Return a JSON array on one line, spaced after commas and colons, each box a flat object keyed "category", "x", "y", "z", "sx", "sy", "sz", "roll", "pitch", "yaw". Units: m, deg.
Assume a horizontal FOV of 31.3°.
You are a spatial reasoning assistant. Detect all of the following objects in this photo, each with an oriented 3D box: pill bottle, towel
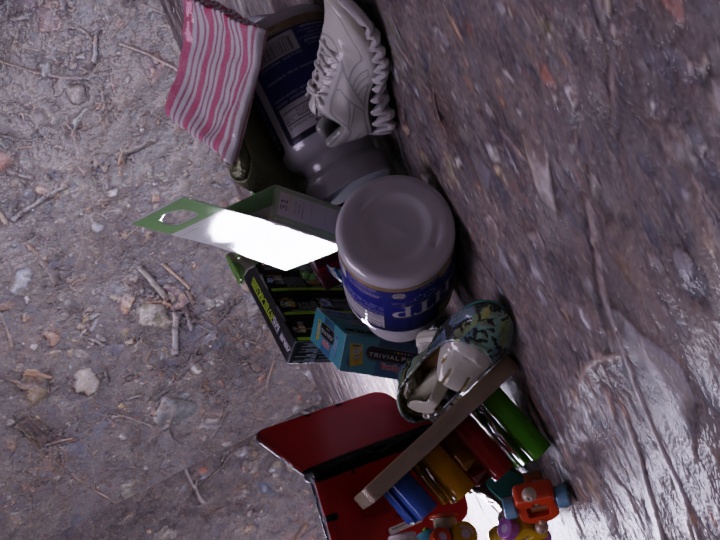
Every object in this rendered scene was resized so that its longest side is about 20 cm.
[{"category": "pill bottle", "x": -0.051, "y": -0.176, "z": 1.397, "sx": 0.201, "sy": 0.115, "sz": 0.116, "roll": 64, "pitch": 172, "yaw": 6}, {"category": "towel", "x": -0.108, "y": -0.153, "z": 1.446, "sx": 0.148, "sy": 0.036, "sz": 0.201, "roll": 32, "pitch": -144, "yaw": -50}, {"category": "pill bottle", "x": 0.039, "y": -0.002, "z": 1.332, "sx": 0.120, "sy": 0.119, "sz": 0.200, "roll": 61, "pitch": 172, "yaw": 22}, {"category": "towel", "x": -0.162, "y": -0.210, "z": 1.389, "sx": 0.200, "sy": 0.030, "sz": 0.148, "roll": 38, "pitch": 119, "yaw": 56}]

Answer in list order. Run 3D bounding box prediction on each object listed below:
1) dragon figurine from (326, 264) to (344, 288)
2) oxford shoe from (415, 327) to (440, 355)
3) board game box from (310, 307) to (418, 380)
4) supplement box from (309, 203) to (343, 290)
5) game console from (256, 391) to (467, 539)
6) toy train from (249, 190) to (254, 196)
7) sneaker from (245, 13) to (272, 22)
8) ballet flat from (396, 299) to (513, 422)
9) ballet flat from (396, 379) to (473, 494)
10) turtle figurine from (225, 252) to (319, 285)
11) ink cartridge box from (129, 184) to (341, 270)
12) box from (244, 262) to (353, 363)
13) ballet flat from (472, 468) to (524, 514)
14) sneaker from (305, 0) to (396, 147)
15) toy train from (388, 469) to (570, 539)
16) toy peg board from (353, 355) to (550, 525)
[{"category": "dragon figurine", "x": 0.000, "y": 0.000, "z": 1.537, "sx": 0.199, "sy": 0.100, "sz": 0.059, "roll": 28, "pitch": -169, "yaw": -33}, {"category": "oxford shoe", "x": 0.097, "y": 0.100, "z": 1.394, "sx": 0.200, "sy": 0.074, "sz": 0.058, "roll": 85, "pitch": -175, "yaw": -73}, {"category": "board game box", "x": 0.030, "y": 0.094, "z": 1.594, "sx": 0.200, "sy": 0.150, "sz": 0.047, "roll": -150, "pitch": 71, "yaw": -76}, {"category": "supplement box", "x": -0.031, "y": -0.082, "z": 1.591, "sx": 0.061, "sy": 0.108, "sz": 0.201, "roll": 57, "pitch": 169, "yaw": 47}, {"category": "game console", "x": 0.003, "y": 0.242, "z": 1.515, "sx": 0.118, "sy": 0.199, "sz": 0.174, "roll": -19, "pitch": 86, "yaw": 54}, {"category": "toy train", "x": -0.119, "y": -0.116, "z": 1.542, "sx": 0.200, "sy": 0.041, "sz": 0.057, "roll": -121, "pitch": 21, "yaw": -47}, {"category": "sneaker", "x": -0.123, "y": -0.291, "z": 1.698, "sx": 0.199, "sy": 0.115, "sz": 0.076, "roll": -25, "pitch": 91, "yaw": 48}, {"category": "ballet flat", "x": 0.090, "y": 0.100, "z": 1.274, "sx": 0.075, "sy": 0.074, "sz": 0.200, "roll": 62, "pitch": 150, "yaw": 17}, {"category": "ballet flat", "x": 0.114, "y": 0.193, "z": 1.624, "sx": 0.201, "sy": 0.065, "sz": 0.071, "roll": 60, "pitch": -176, "yaw": -27}, {"category": "turtle figurine", "x": -0.077, "y": -0.034, "z": 1.740, "sx": 0.202, "sy": 0.193, "sz": 0.144, "roll": 68, "pitch": 164, "yaw": -1}, {"category": "ink cartridge box", "x": -0.126, "y": -0.056, "z": 1.372, "sx": 0.145, "sy": 0.199, "sz": 0.048, "roll": -17, "pitch": 59, "yaw": 56}, {"category": "box", "x": -0.044, "y": 0.052, "z": 1.818, "sx": 0.194, "sy": 0.198, "sz": 0.048, "roll": 59, "pitch": 138, "yaw": 42}, {"category": "ballet flat", "x": 0.165, "y": 0.258, "z": 1.516, "sx": 0.068, "sy": 0.068, "sz": 0.200, "roll": 60, "pitch": 176, "yaw": -21}, {"category": "sneaker", "x": -0.016, "y": -0.192, "z": 1.255, "sx": 0.201, "sy": 0.080, "sz": 0.075, "roll": 78, "pitch": 166, "yaw": -54}, {"category": "toy train", "x": 0.131, "y": 0.260, "z": 1.368, "sx": 0.150, "sy": 0.198, "sz": 0.056, "roll": 54, "pitch": -157, "yaw": -53}, {"category": "toy peg board", "x": 0.101, "y": 0.204, "z": 1.349, "sx": 0.098, "sy": 0.199, "sz": 0.200, "roll": 47, "pitch": 170, "yaw": 8}]
